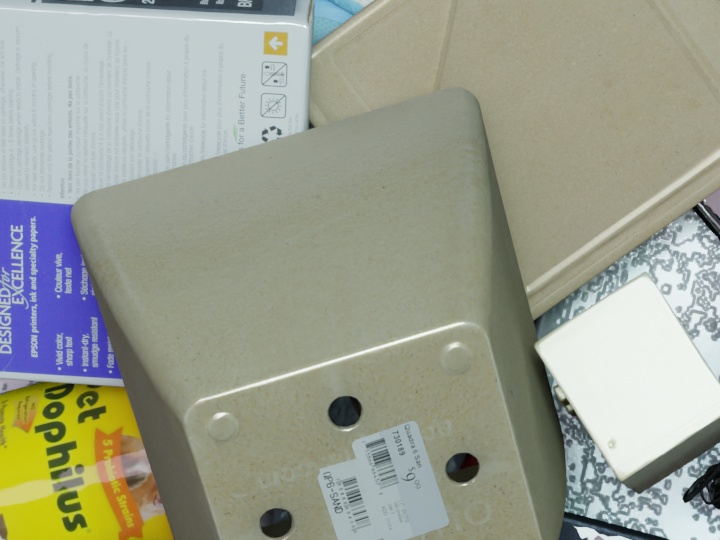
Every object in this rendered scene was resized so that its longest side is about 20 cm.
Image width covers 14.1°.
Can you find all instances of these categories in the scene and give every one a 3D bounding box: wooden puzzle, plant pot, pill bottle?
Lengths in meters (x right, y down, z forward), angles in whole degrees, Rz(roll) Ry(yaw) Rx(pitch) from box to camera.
[{"bbox_3d":[0.091,-0.087,1.431,0.200,0.037,0.185,-37,112,4],"label":"wooden puzzle"},{"bbox_3d":[-0.008,0.062,1.319,0.199,0.177,0.201,-16,115,0],"label":"plant pot"},{"bbox_3d":[-0.116,0.101,1.484,0.199,0.109,0.110,-15,82,6],"label":"pill bottle"}]

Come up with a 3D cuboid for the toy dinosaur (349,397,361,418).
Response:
[{"bbox_3d":[0.000,0.000,1.452,0.106,0.060,0.201,14,86,9],"label":"toy dinosaur"}]

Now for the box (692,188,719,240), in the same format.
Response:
[{"bbox_3d":[0.202,-0.147,1.483,0.200,0.048,0.193,-40,88,2],"label":"box"}]

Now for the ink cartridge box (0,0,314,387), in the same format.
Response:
[{"bbox_3d":[-0.124,-0.040,1.395,0.199,0.043,0.199,3,115,0],"label":"ink cartridge box"}]

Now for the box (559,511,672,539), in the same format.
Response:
[{"bbox_3d":[0.151,0.234,1.424,0.199,0.124,0.198,15,88,10],"label":"box"}]

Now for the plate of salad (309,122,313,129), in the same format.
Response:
[{"bbox_3d":[-0.004,-0.086,1.517,0.199,0.048,0.201,-1,83,10],"label":"plate of salad"}]

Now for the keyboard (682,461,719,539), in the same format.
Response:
[{"bbox_3d":[0.223,0.089,1.396,0.103,0.200,0.040,16,61,-4],"label":"keyboard"}]

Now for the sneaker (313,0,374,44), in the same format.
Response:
[{"bbox_3d":[-0.045,-0.131,1.480,0.199,0.078,0.090,24,109,11],"label":"sneaker"}]

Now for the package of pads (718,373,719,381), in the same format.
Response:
[{"bbox_3d":[0.274,0.046,1.426,0.199,0.121,0.076,14,80,10],"label":"package of pads"}]

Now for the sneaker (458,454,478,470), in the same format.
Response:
[{"bbox_3d":[0.007,0.160,1.477,0.115,0.078,0.201,20,86,8],"label":"sneaker"}]

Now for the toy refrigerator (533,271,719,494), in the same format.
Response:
[{"bbox_3d":[0.133,0.059,1.406,0.070,0.200,0.076,-33,81,4],"label":"toy refrigerator"}]
